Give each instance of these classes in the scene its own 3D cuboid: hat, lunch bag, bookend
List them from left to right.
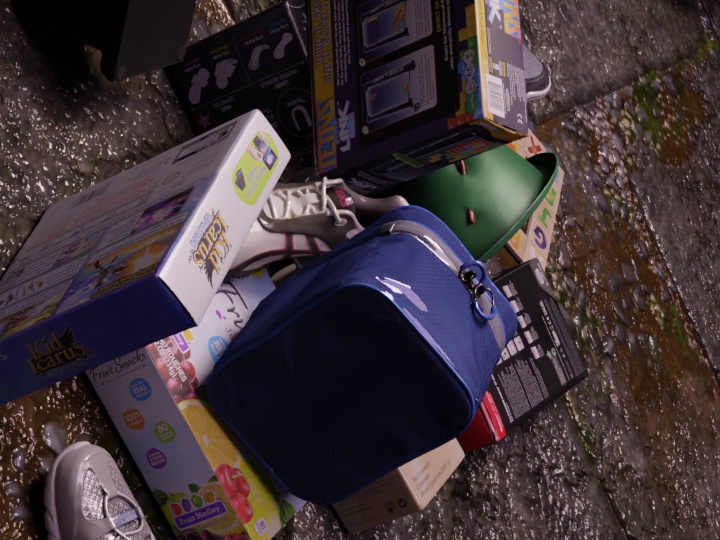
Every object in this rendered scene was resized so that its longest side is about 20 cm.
[{"bbox_3d":[-0.211,-0.272,1.379,0.092,0.198,0.201,-28,138,-56],"label":"bookend"},{"bbox_3d":[0.009,0.049,1.299,0.136,0.199,0.133,51,32,-13],"label":"lunch bag"},{"bbox_3d":[0.050,-0.105,1.534,0.176,0.165,0.200,49,53,-15],"label":"hat"}]

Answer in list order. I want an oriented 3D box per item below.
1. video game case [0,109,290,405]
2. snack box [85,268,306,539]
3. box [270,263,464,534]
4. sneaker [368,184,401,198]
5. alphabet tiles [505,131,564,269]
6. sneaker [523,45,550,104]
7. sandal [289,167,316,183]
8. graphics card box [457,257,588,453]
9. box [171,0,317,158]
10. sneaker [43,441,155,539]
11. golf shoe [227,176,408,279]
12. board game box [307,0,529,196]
[{"bbox_3d":[-0.157,-0.005,1.219,0.046,0.199,0.182,53,36,-22],"label":"video game case"},{"bbox_3d":[-0.103,0.086,1.361,0.201,0.067,0.169,63,33,-7],"label":"snack box"},{"bbox_3d":[-0.011,0.092,1.475,0.201,0.077,0.095,60,35,-10],"label":"box"},{"bbox_3d":[0.035,-0.070,1.655,0.200,0.075,0.080,42,30,-46],"label":"sneaker"},{"bbox_3d":[0.133,-0.109,1.859,0.200,0.008,0.168,48,38,-27],"label":"alphabet tiles"},{"bbox_3d":[0.113,-0.230,1.701,0.199,0.114,0.076,29,40,-22],"label":"sneaker"},{"bbox_3d":[0.000,0.000,1.535,0.076,0.043,0.201,-50,124,-41],"label":"sandal"},{"bbox_3d":[0.125,0.073,1.700,0.200,0.051,0.126,-27,93,-55],"label":"graphics card box"},{"bbox_3d":[-0.037,-0.162,1.542,0.200,0.131,0.116,-30,99,-56],"label":"box"},{"bbox_3d":[-0.136,0.200,1.232,0.075,0.082,0.201,-29,94,-56],"label":"sneaker"},{"bbox_3d":[-0.054,-0.042,1.367,0.199,0.088,0.078,7,55,-43],"label":"golf shoe"},{"bbox_3d":[0.038,-0.173,1.389,0.056,0.165,0.202,15,65,-44],"label":"board game box"}]
